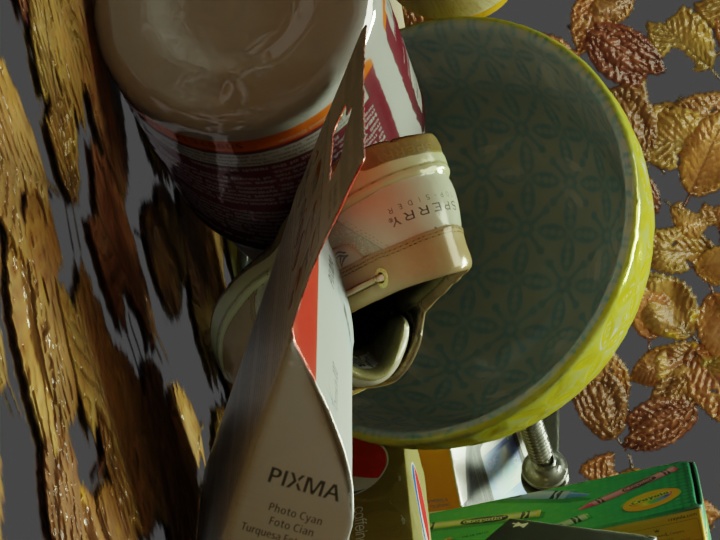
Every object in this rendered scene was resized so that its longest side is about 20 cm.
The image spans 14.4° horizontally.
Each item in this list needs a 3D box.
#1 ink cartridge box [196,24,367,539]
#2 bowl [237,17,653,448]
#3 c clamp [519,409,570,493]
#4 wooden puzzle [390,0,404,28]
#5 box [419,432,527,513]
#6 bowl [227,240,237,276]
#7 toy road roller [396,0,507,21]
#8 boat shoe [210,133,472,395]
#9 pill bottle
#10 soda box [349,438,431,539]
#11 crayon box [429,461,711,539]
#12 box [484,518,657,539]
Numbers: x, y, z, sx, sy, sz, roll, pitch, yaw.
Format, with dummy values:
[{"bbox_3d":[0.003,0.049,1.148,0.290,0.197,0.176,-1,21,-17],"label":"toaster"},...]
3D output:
[{"bbox_3d":[-0.013,0.029,1.038,0.160,0.047,0.201,-89,-162,-69],"label":"ink cartridge box"},{"bbox_3d":[0.054,-0.006,1.324,0.108,0.199,0.201,31,44,-59],"label":"bowl"},{"bbox_3d":[0.084,0.052,1.516,0.200,0.027,0.171,66,17,-56],"label":"c clamp"},{"bbox_3d":[0.006,-0.040,1.639,0.200,0.037,0.186,113,-23,-46],"label":"wooden puzzle"},{"bbox_3d":[0.068,0.110,1.590,0.119,0.041,0.201,-16,98,-57],"label":"box"},{"bbox_3d":[0.000,0.000,1.463,0.200,0.107,0.201,-12,90,-85],"label":"bowl"},{"bbox_3d":[-0.022,-0.197,1.347,0.200,0.146,0.123,63,-2,33],"label":"toy road roller"},{"bbox_3d":[-0.009,0.018,1.180,0.067,0.074,0.200,66,-25,18],"label":"boat shoe"},{"bbox_3d":[-0.035,-0.074,1.189,0.200,0.114,0.115,66,12,-69],"label":"pill bottle"},{"bbox_3d":[-0.002,0.135,1.313,0.200,0.067,0.064,-95,172,-57],"label":"soda box"},{"bbox_3d":[0.089,0.181,1.486,0.058,0.199,0.119,-87,164,-69],"label":"crayon box"},{"bbox_3d":[0.057,0.206,1.198,0.200,0.079,0.142,-31,118,-57],"label":"box"}]
